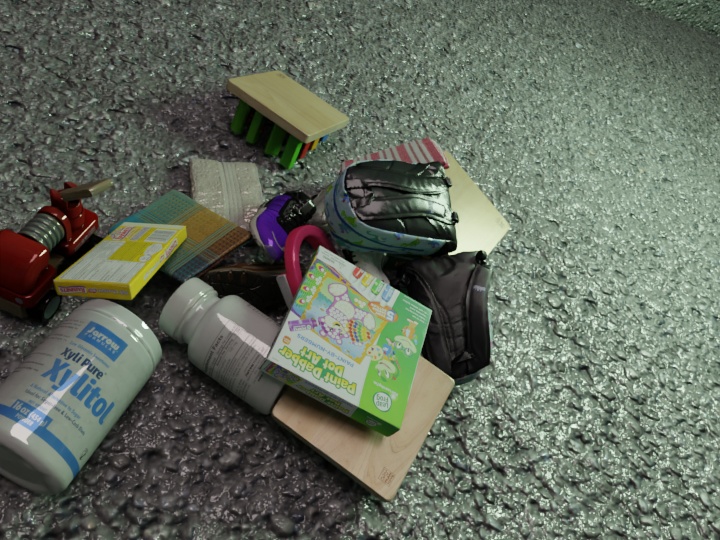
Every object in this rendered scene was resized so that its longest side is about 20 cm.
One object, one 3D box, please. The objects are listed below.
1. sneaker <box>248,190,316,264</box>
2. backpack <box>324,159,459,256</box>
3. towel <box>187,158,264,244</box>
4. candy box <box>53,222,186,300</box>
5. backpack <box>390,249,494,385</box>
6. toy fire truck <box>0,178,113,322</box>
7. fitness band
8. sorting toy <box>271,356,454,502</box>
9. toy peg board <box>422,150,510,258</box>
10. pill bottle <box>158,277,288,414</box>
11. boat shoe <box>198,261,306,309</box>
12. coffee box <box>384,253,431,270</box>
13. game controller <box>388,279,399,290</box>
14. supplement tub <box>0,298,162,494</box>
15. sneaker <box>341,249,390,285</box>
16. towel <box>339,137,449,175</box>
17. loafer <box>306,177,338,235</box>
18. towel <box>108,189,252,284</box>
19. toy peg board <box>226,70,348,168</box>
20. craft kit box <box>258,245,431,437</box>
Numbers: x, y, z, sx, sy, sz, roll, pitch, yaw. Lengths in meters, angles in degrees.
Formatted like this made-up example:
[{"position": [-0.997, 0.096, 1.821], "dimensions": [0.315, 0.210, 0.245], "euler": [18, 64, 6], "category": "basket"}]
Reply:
[{"position": [-0.122, -0.088, 0.959], "dimensions": [0.070, 0.098, 0.201], "euler": [60, 11, -26], "category": "sneaker"}, {"position": [0.041, -0.099, 0.916], "dimensions": [0.198, 0.153, 0.166], "euler": [3, 72, -44], "category": "backpack"}, {"position": [-0.244, -0.130, 1.042], "dimensions": [0.130, 0.035, 0.202], "euler": [1, 51, -24], "category": "towel"}, {"position": [-0.326, -0.019, 0.804], "dimensions": [0.100, 0.027, 0.201], "euler": [2, 26, 5], "category": "candy box"}, {"position": [0.146, 0.082, 0.935], "dimensions": [0.164, 0.127, 0.203], "euler": [-12, 72, 7], "category": "backpack"}, {"position": [-0.417, -0.049, 0.781], "dimensions": [0.127, 0.201, 0.177], "euler": [24, 46, -2], "category": "toy fire truck"}, {"position": [-0.064, 0.028, 0.903], "dimensions": [0.144, 0.037, 0.203], "euler": [-43, 116, -56], "category": "fitness band"}, {"position": [0.003, 0.192, 0.833], "dimensions": [0.197, 0.070, 0.201], "euler": [35, 60, 5], "category": "sorting toy"}, {"position": [0.156, -0.091, 1.099], "dimensions": [0.200, 0.098, 0.200], "euler": [49, 49, 0], "category": "toy peg board"}, {"position": [-0.180, 0.102, 0.816], "dimensions": [0.198, 0.115, 0.115], "euler": [33, 46, 6], "category": "pill bottle"}, {"position": [-0.171, 0.022, 0.928], "dimensions": [0.197, 0.077, 0.074], "euler": [2, 20, -25], "category": "boat shoe"}, {"position": [0.077, -0.055, 1.112], "dimensions": [0.197, 0.044, 0.124], "euler": [8, 49, -17], "category": "coffee box"}, {"position": [0.040, 0.092, 0.982], "dimensions": [0.103, 0.042, 0.202], "euler": [18, 45, -28], "category": "game controller"}, {"position": [-0.349, 0.147, 0.692], "dimensions": [0.130, 0.133, 0.201], "euler": [27, 47, 0], "category": "supplement tub"}, {"position": [0.000, 0.000, 0.954], "dimensions": [0.079, 0.074, 0.202], "euler": [29, 38, -29], "category": "sneaker"}, {"position": [0.059, -0.193, 1.077], "dimensions": [0.197, 0.030, 0.147], "euler": [-15, 28, 4], "category": "towel"}, {"position": [-0.061, -0.134, 1.100], "dimensions": [0.069, 0.071, 0.201], "euler": [10, 33, 14], "category": "loafer"}, {"position": [-0.289, -0.056, 0.918], "dimensions": [0.198, 0.022, 0.146], "euler": [28, 50, 27], "category": "towel"}, {"position": [-0.160, -0.314, 1.205], "dimensions": [0.199, 0.098, 0.199], "euler": [36, 32, 6], "category": "toy peg board"}, {"position": [-0.012, 0.093, 0.794], "dimensions": [0.198, 0.049, 0.199], "euler": [29, 55, -10], "category": "craft kit box"}]
